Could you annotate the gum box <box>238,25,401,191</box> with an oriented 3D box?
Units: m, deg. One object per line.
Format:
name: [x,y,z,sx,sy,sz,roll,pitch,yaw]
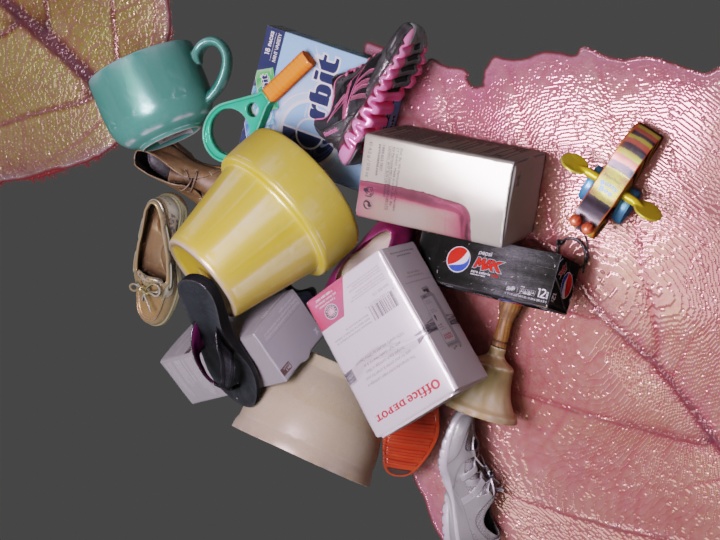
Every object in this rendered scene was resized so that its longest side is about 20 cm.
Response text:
gum box: [-0.050,-0.215,1.724,0.200,0.045,0.170,21,107,20]

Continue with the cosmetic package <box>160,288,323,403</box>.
cosmetic package: [-0.159,0.103,1.736,0.200,0.107,0.090,-21,112,41]

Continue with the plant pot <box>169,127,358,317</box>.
plant pot: [-0.136,-0.049,1.672,0.189,0.201,0.201,-42,78,-17]

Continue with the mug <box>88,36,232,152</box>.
mug: [-0.268,-0.235,1.758,0.185,0.152,0.115,-22,90,46]

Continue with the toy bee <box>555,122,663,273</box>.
toy bee: [0.295,-0.078,1.553,0.131,0.109,0.200,14,106,21]

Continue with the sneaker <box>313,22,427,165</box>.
sneaker: [0.007,-0.234,1.636,0.095,0.079,0.200,41,111,23]

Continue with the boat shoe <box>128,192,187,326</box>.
boat shoe: [-0.299,-0.013,1.872,0.073,0.063,0.200,13,106,22]

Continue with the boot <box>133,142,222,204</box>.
boot: [-0.230,-0.120,1.813,0.200,0.075,0.074,28,109,17]

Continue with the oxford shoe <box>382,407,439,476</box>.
oxford shoe: [0.072,0.179,1.735,0.071,0.073,0.200,12,108,-9]

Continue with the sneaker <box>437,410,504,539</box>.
sneaker: [0.151,0.271,1.717,0.082,0.075,0.200,3,113,18]

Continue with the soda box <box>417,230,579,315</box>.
soda box: [0.167,-0.001,1.625,0.200,0.063,0.071,13,85,33]

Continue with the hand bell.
hand bell: [0.181,0.087,1.667,0.104,0.104,0.200,18,94,21]

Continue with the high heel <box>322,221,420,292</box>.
high heel: [0.000,0.000,1.714,0.200,0.096,0.067,-40,83,26]

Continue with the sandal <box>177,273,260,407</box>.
sandal: [-0.188,0.098,1.641,0.075,0.048,0.201,1,124,38]

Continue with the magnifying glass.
magnifying glass: [-0.136,-0.219,1.728,0.200,0.022,0.080,-39,80,25]

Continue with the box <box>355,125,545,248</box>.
box: [0.112,-0.108,1.622,0.200,0.128,0.109,14,106,23]

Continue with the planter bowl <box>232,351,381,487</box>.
planter bowl: [-0.054,0.188,1.740,0.200,0.200,0.135,21,81,21]

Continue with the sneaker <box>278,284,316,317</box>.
sneaker: [-0.145,0.013,1.808,0.200,0.078,0.090,28,101,9]

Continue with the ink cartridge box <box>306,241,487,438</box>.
ink cartridge box: [0.044,0.087,1.629,0.146,0.083,0.200,-36,77,35]
